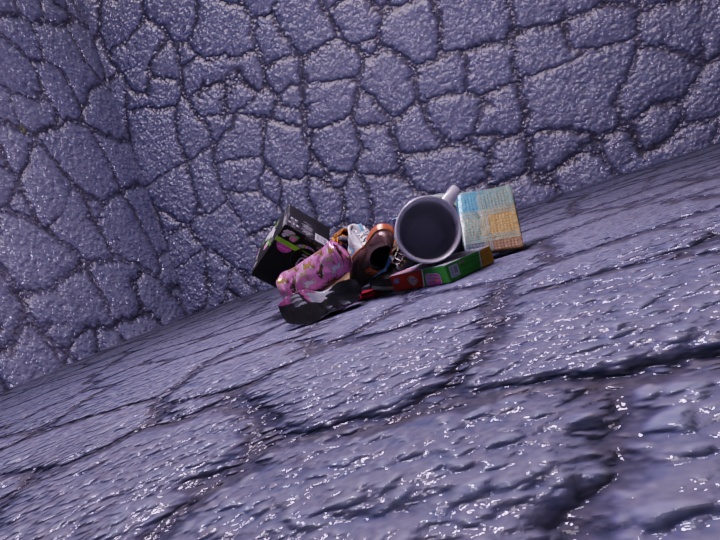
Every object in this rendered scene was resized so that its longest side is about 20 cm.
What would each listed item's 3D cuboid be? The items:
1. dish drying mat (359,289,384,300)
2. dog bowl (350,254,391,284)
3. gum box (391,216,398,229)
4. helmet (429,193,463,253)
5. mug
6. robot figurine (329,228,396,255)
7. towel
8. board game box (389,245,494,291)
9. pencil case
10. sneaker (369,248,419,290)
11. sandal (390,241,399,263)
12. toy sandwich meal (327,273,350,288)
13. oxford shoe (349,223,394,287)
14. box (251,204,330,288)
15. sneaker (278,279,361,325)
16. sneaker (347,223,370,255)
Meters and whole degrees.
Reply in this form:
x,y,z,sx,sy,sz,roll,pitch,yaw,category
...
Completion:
x,y,z,sx,sy,sz,roll,pitch,yaw,category
-0.021,0.070,1.411,0.199,0.018,0.077,-16,4,38,dish drying mat
0.000,0.000,1.518,0.199,0.112,0.050,-18,17,14,dog bowl
0.170,-0.090,1.613,0.044,0.171,0.200,-17,3,25,gum box
0.232,-0.117,1.480,0.199,0.192,0.200,-14,4,1,helmet
0.167,-0.111,1.255,0.201,0.147,0.175,-56,-3,2,mug
0.002,-0.076,1.591,0.199,0.059,0.145,13,-15,-22,robot figurine
0.319,-0.124,1.341,0.145,0.201,0.022,-8,-36,11,towel
0.187,-0.003,1.261,0.152,0.041,0.200,-21,4,-33,board game box
-0.114,0.007,1.304,0.199,0.087,0.083,-32,-41,24,pencil case
0.096,-0.021,1.363,0.199,0.107,0.075,-21,21,-37,sneaker
0.121,-0.062,1.441,0.079,0.202,0.057,6,19,-25,sandal
-0.093,0.030,1.425,0.204,0.071,0.206,-15,31,9,toy sandwich meal
0.022,-0.018,1.273,0.071,0.073,0.201,11,-45,-15,oxford shoe
-0.200,-0.056,1.558,0.200,0.148,0.125,-50,22,27,box
-0.093,0.083,1.284,0.198,0.081,0.086,-13,-11,-4,sneaker
0.007,-0.074,1.404,0.075,0.087,0.200,-21,23,-19,sneaker
